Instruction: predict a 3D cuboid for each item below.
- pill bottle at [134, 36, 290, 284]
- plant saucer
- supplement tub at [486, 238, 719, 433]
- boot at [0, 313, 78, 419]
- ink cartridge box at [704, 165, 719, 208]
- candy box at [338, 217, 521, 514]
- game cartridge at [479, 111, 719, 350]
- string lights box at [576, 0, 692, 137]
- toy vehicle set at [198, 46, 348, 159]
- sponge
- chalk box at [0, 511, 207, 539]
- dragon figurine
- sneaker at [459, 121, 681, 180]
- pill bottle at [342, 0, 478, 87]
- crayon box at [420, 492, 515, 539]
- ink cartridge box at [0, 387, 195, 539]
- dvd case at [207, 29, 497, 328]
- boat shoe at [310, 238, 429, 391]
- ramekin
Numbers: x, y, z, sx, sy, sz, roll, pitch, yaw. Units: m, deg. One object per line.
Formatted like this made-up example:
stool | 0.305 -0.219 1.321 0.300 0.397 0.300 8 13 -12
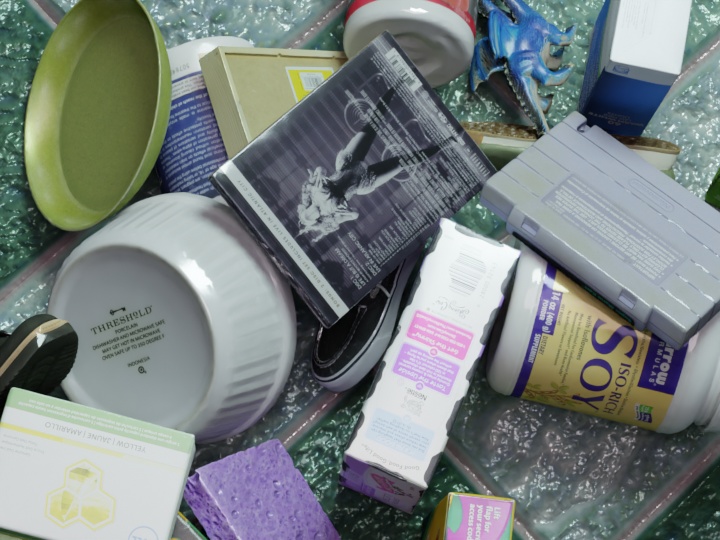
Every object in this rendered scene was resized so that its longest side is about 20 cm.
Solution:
pill bottle | -0.112 -0.081 1.569 0.110 0.111 0.201 -16 77 -7
plant saucer | -0.210 -0.130 1.557 0.031 0.199 0.202 10 72 -40
supplement tub | 0.211 0.049 1.537 0.198 0.145 0.146 13 76 1
boot | -0.303 0.053 1.489 0.077 0.200 0.139 -19 72 -43
ink cartridge box | 0.408 -0.120 1.626 0.147 0.076 0.201 29 75 4
candy box | 0.052 0.080 1.509 0.071 0.168 0.201 22 76 3
game cartridge | 0.204 -0.032 1.488 0.200 0.039 0.129 38 57 20
string lights box | 0.222 -0.180 1.565 0.058 0.200 0.104 12 77 0
toy vehicle set | -0.035 -0.119 1.562 0.199 0.026 0.125 -4 71 -46
sponge | -0.052 0.233 1.502 0.030 0.111 0.201 -40 78 32
chalk box | -0.191 0.231 1.484 0.200 0.124 0.125 45 77 7
dragon figurine | 0.126 -0.182 1.611 0.099 0.059 0.201 19 52 -8
sneaker | 0.166 -0.071 1.603 0.199 0.067 0.091 7 105 14
pill bottle | 0.049 -0.264 1.613 0.110 0.111 0.201 8 61 -1
crayon box | 0.072 0.282 1.459 0.058 0.173 0.202 7 76 -2
ink cartridge box | -0.215 0.202 1.401 0.144 0.048 0.201 15 73 -2
dvd case | -0.003 -0.074 1.494 0.200 0.016 0.149 -42 97 -25
boat shoe | 0.002 0.001 1.548 0.074 0.068 0.200 37 101 45
ramekin | -0.156 0.047 1.493 0.201 0.094 0.204 6 104 25
